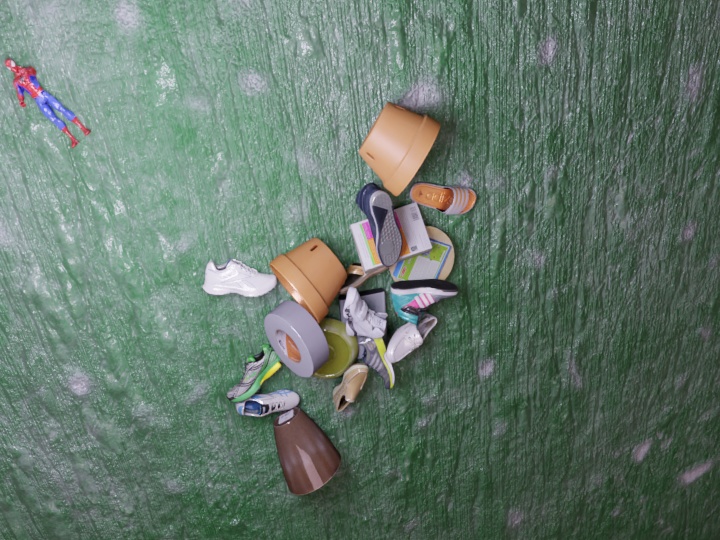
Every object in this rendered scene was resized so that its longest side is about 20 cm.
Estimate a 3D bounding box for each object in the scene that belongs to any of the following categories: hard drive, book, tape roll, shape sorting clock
[{"bbox_3d":[0.009,0.159,1.583,0.134,0.033,0.208,-10,115,-11],"label":"hard drive"},{"bbox_3d":[0.082,-0.090,1.457,0.193,0.048,0.138,-18,79,-6],"label":"book"},{"bbox_3d":[-0.173,0.185,1.448,0.066,0.196,0.207,-35,122,-33],"label":"tape roll"},{"bbox_3d":[0.174,-0.032,1.543,0.191,0.040,0.207,-5,119,-9],"label":"shape sorting clock"}]

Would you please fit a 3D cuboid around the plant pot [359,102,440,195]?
[{"bbox_3d":[0.085,-0.309,1.319,0.137,0.201,0.204,31,103,-8],"label":"plant pot"}]

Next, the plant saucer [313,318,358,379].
[{"bbox_3d":[-0.100,0.237,1.566,0.191,0.031,0.208,-1,114,-2],"label":"plant saucer"}]

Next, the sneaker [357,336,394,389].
[{"bbox_3d":[0.048,0.264,1.589,0.078,0.074,0.207,-18,109,1],"label":"sneaker"}]

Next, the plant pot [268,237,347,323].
[{"bbox_3d":[-0.126,0.012,1.406,0.140,0.199,0.202,-43,118,-12],"label":"plant pot"}]

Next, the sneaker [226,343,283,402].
[{"bbox_3d":[-0.310,0.289,1.535,0.200,0.078,0.085,-46,111,-3],"label":"sneaker"}]

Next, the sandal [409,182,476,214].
[{"bbox_3d":[0.233,-0.191,1.481,0.198,0.060,0.082,5,112,-18],"label":"sandal"}]

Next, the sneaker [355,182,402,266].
[{"bbox_3d":[0.047,-0.127,1.408,0.074,0.146,0.209,-17,117,-13],"label":"sneaker"}]

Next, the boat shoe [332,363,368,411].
[{"bbox_3d":[-0.026,0.352,1.589,0.069,0.078,0.203,12,136,-17],"label":"boat shoe"}]

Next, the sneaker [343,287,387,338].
[{"bbox_3d":[0.016,0.118,1.458,0.110,0.077,0.203,9,145,9],"label":"sneaker"}]

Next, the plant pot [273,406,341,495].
[{"bbox_3d":[-0.180,0.523,1.622,0.182,0.187,0.206,-27,103,-2],"label":"plant pot"}]

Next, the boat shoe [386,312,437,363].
[{"bbox_3d":[0.153,0.193,1.571,0.200,0.068,0.072,-46,126,-28],"label":"boat shoe"}]

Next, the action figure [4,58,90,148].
[{"bbox_3d":[-0.672,-0.355,1.138,0.065,0.099,0.202,-37,115,2],"label":"action figure"}]

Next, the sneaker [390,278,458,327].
[{"bbox_3d":[0.180,0.097,1.540,0.191,0.084,0.126,0,113,-2],"label":"sneaker"}]

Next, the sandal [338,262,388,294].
[{"bbox_3d":[0.000,0.000,1.490,0.195,0.080,0.055,-29,108,-4],"label":"sandal"}]

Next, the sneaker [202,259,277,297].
[{"bbox_3d":[-0.314,0.018,1.412,0.192,0.075,0.091,1,108,-17],"label":"sneaker"}]

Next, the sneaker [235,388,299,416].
[{"bbox_3d":[-0.269,0.395,1.581,0.192,0.073,0.075,0,113,-25],"label":"sneaker"}]
